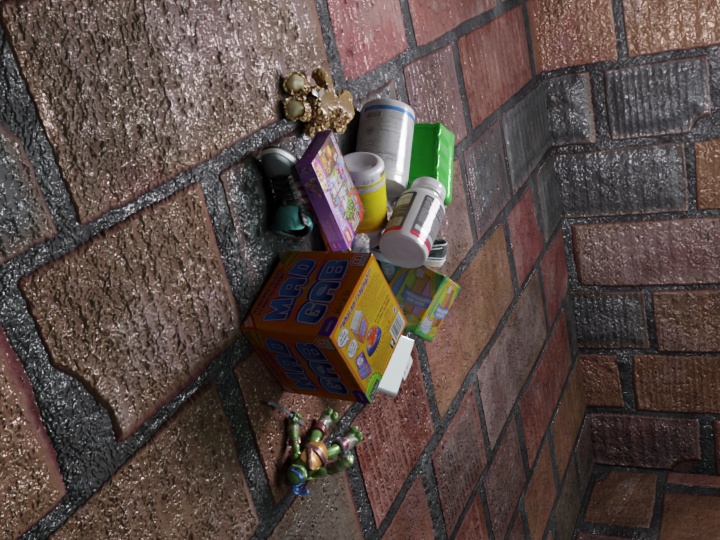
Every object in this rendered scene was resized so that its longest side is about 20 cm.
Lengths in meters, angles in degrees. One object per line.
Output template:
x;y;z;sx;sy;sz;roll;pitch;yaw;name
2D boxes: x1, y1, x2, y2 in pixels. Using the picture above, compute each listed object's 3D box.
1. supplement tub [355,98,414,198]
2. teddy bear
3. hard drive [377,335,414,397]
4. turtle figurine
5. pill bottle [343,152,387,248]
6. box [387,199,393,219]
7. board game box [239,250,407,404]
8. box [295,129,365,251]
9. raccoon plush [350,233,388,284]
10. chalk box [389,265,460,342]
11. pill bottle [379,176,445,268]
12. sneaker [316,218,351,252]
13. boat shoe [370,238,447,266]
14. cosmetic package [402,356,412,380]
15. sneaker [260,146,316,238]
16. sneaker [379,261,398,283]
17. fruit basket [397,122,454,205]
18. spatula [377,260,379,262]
0.054;-0.282;1.857;0.132;0.132;0.200;32;61;-58;supplement tub
-0.096;-0.345;1.663;0.200;0.067;0.145;-26;102;-53;teddy bear
0.010;0.179;1.721;0.200;0.026;0.132;23;81;-26;hard drive
-0.069;0.325;1.573;0.194;0.144;0.200;-29;118;-64;turtle figurine
0.003;-0.149;1.753;0.109;0.109;0.200;-57;149;-48;pill bottle
0.075;-0.095;1.982;0.200;0.041;0.039;63;37;-37;box
-0.063;0.103;1.518;0.200;0.200;0.200;-62;141;-35;board game box
-0.055;-0.158;1.588;0.137;0.039;0.200;-67;142;-49;box
0.006;0.011;1.699;0.134;0.097;0.200;-136;-130;-70;raccoon plush
0.127;0.089;1.913;0.200;0.124;0.124;-63;153;0;chalk box
0.123;-0.112;1.779;0.111;0.111;0.200;61;42;-41;pill bottle
-0.061;-0.097;1.714;0.077;0.073;0.200;-99;-179;-81;sneaker
0.105;-0.058;1.853;0.072;0.200;0.071;-116;-145;-58;boat shoe
0.039;0.161;1.835;0.074;0.102;0.200;-63;142;-44;cosmetic package
-0.142;-0.131;1.533;0.200;0.083;0.121;58;31;-46;sneaker
0.077;-0.022;1.934;0.200;0.074;0.082;53;30;-47;sneaker
0.154;-0.248;1.989;0.216;0.155;0.216;0;90;-76;fruit basket
0.000;0.000;1.796;0.200;0.021;0.057;-37;150;-55;spatula
